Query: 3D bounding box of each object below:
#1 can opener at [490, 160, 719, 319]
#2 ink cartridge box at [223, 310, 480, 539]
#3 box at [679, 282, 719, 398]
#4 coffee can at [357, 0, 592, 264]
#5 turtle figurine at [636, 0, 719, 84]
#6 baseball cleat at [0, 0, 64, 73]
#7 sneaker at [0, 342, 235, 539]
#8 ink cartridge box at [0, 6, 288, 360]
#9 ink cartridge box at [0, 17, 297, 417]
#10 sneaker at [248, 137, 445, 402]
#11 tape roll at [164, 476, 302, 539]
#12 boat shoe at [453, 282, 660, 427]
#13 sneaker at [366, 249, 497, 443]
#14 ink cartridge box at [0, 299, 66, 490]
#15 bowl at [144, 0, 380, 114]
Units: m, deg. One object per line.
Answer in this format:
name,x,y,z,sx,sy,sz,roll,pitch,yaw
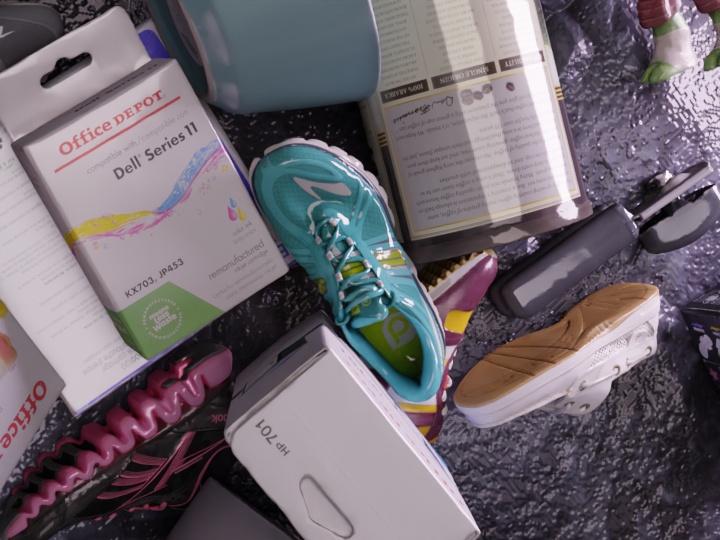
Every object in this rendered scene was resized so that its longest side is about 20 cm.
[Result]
can opener,0.194,-0.016,1.141,0.199,0.053,0.067,-35,99,-11
ink cartridge box,-0.009,0.115,0.950,0.086,0.200,0.147,-39,95,-1
box,0.372,0.035,1.150,0.199,0.132,0.116,-30,102,-13
coffee can,0.070,-0.119,1.056,0.145,0.146,0.203,-15,95,-15
turtle figurine,0.208,-0.234,1.099,0.142,0.200,0.196,-16,101,20
baseball cleat,-0.278,-0.104,0.984,0.198,0.070,0.107,-24,56,-6
sneaker,-0.154,0.141,1.041,0.199,0.079,0.096,-36,111,-11
ink cartridge box,-0.147,-0.059,0.979,0.116,0.067,0.201,-33,107,-13
ink cartridge box,-0.174,-0.037,1.042,0.197,0.043,0.201,-34,98,-13
sneaker,0.000,0.000,0.982,0.077,0.080,0.201,-32,110,11
tape roll,-0.039,0.221,1.002,0.200,0.200,0.066,38,82,-13
boat shoe,0.154,0.077,1.106,0.199,0.070,0.070,-26,111,-31
sneaker,0.040,0.072,1.091,0.200,0.075,0.090,-45,100,-2
ink cartridge box,-0.291,0.058,0.926,0.201,0.083,0.146,60,42,-35
bowl,-0.080,-0.185,0.986,0.104,0.201,0.203,-26,97,-13
